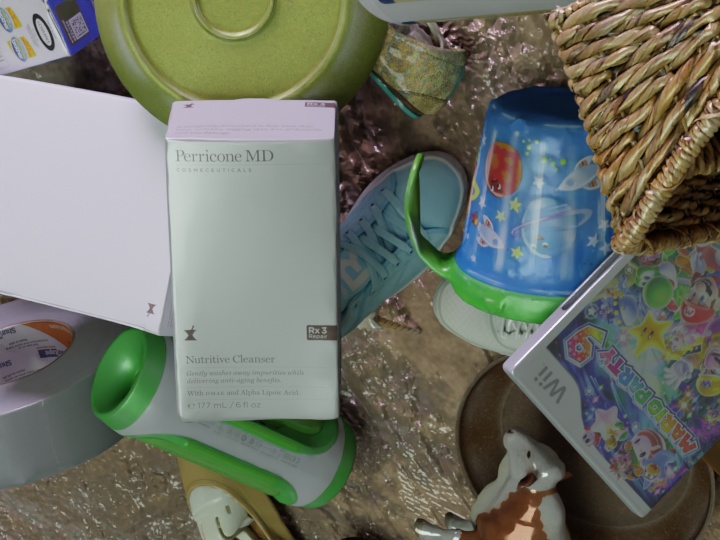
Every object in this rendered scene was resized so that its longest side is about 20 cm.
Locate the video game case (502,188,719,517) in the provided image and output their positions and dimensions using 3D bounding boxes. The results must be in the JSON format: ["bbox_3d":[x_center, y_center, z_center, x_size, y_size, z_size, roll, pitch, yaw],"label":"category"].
[{"bbox_3d":[0.205,0.040,1.268,0.143,0.200,0.018,47,174,-21],"label":"video game case"}]

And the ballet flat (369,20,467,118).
[{"bbox_3d":[-0.009,-0.187,1.331,0.200,0.071,0.071,42,130,1],"label":"ballet flat"}]

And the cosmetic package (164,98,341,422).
[{"bbox_3d":[-0.067,-0.007,1.290,0.113,0.081,0.200,-2,115,1],"label":"cosmetic package"}]

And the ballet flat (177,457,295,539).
[{"bbox_3d":[-0.092,0.223,1.629,0.069,0.063,0.200,-32,100,39],"label":"ballet flat"}]

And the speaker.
[{"bbox_3d":[-0.101,0.113,1.498,0.200,0.089,0.088,27,137,-31],"label":"speaker"}]

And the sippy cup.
[{"bbox_3d":[0.129,-0.049,1.299,0.140,0.177,0.131,37,130,56],"label":"sippy cup"}]

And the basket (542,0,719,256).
[{"bbox_3d":[0.224,-0.102,1.136,0.143,0.200,0.149,-21,81,34],"label":"basket"}]

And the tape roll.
[{"bbox_3d":[-0.265,0.092,1.556,0.200,0.200,0.066,0,120,29],"label":"tape roll"}]

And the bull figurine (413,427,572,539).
[{"bbox_3d":[0.116,0.211,1.458,0.121,0.065,0.200,-6,113,37],"label":"bull figurine"}]

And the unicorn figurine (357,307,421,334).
[{"bbox_3d":[-0.070,-0.001,1.466,0.137,0.074,0.200,-26,99,27],"label":"unicorn figurine"}]

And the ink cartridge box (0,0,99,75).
[{"bbox_3d":[-0.269,-0.214,1.447,0.200,0.076,0.137,-10,114,35],"label":"ink cartridge box"}]

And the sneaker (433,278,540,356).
[{"bbox_3d":[0.137,0.034,1.345,0.200,0.081,0.075,11,97,25],"label":"sneaker"}]

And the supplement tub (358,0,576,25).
[{"bbox_3d":[0.095,-0.225,1.189,0.200,0.144,0.145,-1,118,30],"label":"supplement tub"}]

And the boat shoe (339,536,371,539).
[{"bbox_3d":[0.055,0.290,1.583,0.201,0.072,0.066,31,124,4],"label":"boat shoe"}]

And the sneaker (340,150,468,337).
[{"bbox_3d":[0.000,0.000,1.380,0.074,0.082,0.200,42,99,-6],"label":"sneaker"}]

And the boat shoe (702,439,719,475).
[{"bbox_3d":[0.306,0.141,1.353,0.200,0.070,0.070,41,163,-4],"label":"boat shoe"}]

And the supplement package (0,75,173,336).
[{"bbox_3d":[-0.178,-0.047,1.426,0.200,0.111,0.156,13,93,29],"label":"supplement package"}]

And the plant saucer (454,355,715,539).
[{"bbox_3d":[0.166,0.133,1.444,0.200,0.037,0.201,14,125,21],"label":"plant saucer"}]

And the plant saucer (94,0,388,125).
[{"bbox_3d":[-0.081,-0.179,1.294,0.200,0.031,0.200,1,99,7],"label":"plant saucer"}]
